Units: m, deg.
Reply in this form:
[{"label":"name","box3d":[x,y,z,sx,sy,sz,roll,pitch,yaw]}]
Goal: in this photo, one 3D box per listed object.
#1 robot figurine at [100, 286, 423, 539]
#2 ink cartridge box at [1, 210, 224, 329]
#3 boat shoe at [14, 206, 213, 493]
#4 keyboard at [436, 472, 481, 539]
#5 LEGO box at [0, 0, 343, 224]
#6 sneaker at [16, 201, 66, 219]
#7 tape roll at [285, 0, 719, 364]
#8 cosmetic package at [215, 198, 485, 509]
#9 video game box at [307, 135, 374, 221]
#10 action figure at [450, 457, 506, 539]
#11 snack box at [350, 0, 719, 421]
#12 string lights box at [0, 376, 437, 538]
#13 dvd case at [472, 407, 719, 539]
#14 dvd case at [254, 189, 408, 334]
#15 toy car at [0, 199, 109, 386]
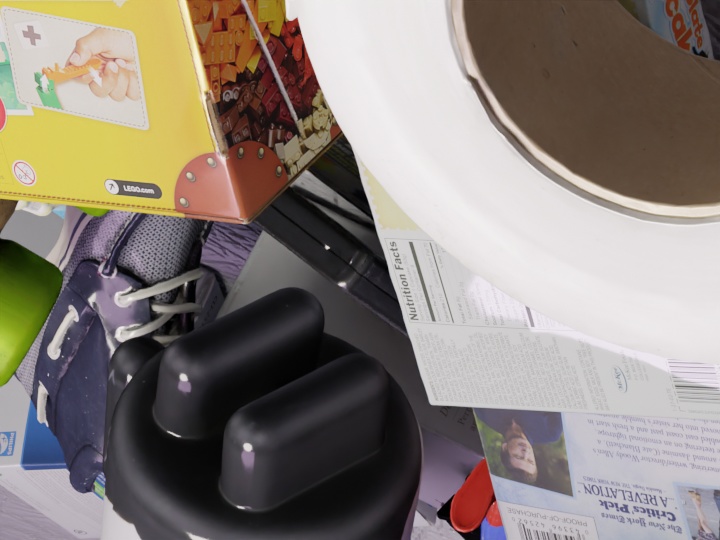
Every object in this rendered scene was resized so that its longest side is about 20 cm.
[{"label":"robot figurine","box3d":[-0.042,0.103,1.110,0.124,0.151,0.201,5,135,-4]},{"label":"ink cartridge box","box3d":[-0.152,0.020,1.437,0.199,0.044,0.174,22,160,17]},{"label":"boat shoe","box3d":[-0.086,0.015,1.186,0.093,0.074,0.200,62,146,19]},{"label":"keyboard","box3d":[0.119,0.110,1.123,0.199,0.040,0.104,8,151,46]},{"label":"LEGO box","box3d":[-0.110,-0.104,0.847,0.199,0.077,0.150,7,124,32]},{"label":"sneaker","box3d":[-0.173,-0.036,1.194,0.079,0.131,0.200,4,151,48]},{"label":"tape roll","box3d":[0.083,-0.075,0.733,0.201,0.071,0.203,18,135,19]},{"label":"cosmetic package","box3d":[0.038,0.053,1.220,0.199,0.072,0.102,27,161,6]},{"label":"video game box","box3d":[0.046,-0.050,0.993,0.200,0.047,0.182,36,157,-20]},{"label":"action figure","box3d":[0.053,0.149,1.118,0.065,0.099,0.200,26,164,13]},{"label":"snack box","box3d":[0.051,-0.048,0.857,0.116,0.037,0.201,2,123,33]},{"label":"string lights box","box3d":[-0.070,0.084,1.358,0.199,0.059,0.103,-4,154,25]},{"label":"dvd case","box3d":[0.093,0.030,0.930,0.142,0.018,0.201,7,126,34]},{"label":"dvd case","box3d":[0.000,0.000,1.051,0.143,0.018,0.200,38,-179,36]},{"label":"toy car","box3d":[-0.172,-0.032,1.016,0.164,0.158,0.200,30,-169,-9]}]
